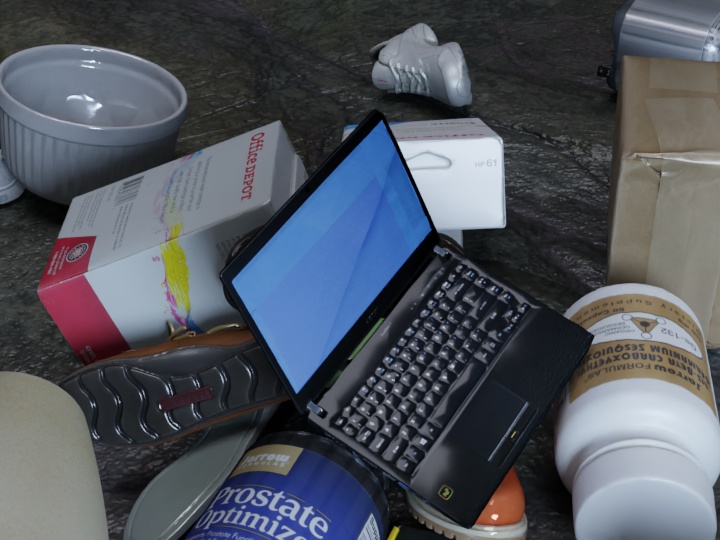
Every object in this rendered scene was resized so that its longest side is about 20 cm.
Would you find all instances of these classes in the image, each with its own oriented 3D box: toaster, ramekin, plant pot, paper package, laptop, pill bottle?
[{"bbox_3d":[0.372,-0.266,1.380,0.128,0.114,0.200,17,37,26],"label":"toaster"},{"bbox_3d":[-0.288,-0.151,1.256,0.198,0.106,0.201,11,32,-7],"label":"ramekin"},{"bbox_3d":[-0.225,0.163,0.706,0.185,0.188,0.201,-3,38,3],"label":"plant pot"},{"bbox_3d":[0.263,-0.061,1.003,0.102,0.192,0.201,5,34,10],"label":"paper package"},{"bbox_3d":[0.039,0.026,0.758,0.199,0.104,0.177,32,58,14],"label":"laptop"},{"bbox_3d":[-0.048,0.175,0.751,0.111,0.113,0.200,9,36,20],"label":"pill bottle"},{"bbox_3d":[0.191,0.108,0.823,0.113,0.115,0.201,1,33,8],"label":"pill bottle"}]

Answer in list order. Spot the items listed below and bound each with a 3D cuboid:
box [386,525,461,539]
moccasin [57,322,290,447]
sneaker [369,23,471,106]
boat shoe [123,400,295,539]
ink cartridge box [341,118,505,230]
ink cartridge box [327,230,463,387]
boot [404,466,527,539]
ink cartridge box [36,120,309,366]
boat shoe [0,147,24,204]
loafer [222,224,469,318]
[{"bbox_3d":[0.086,0.240,0.695,0.198,0.050,0.160,9,34,21],"label":"box"},{"bbox_3d":[-0.125,0.076,0.859,0.200,0.074,0.078,-20,8,9],"label":"moccasin"},{"bbox_3d":[0.067,-0.233,1.415,0.099,0.078,0.200,-19,26,-10],"label":"sneaker"},{"bbox_3d":[-0.095,0.148,0.847,0.075,0.061,0.200,-7,29,35],"label":"boat shoe"},{"bbox_3d":[0.056,-0.093,1.119,0.143,0.085,0.200,-3,11,1],"label":"ink cartridge box"},{"bbox_3d":[0.017,0.025,1.038,0.144,0.048,0.200,0,31,6],"label":"ink cartridge box"},{"bbox_3d":[0.067,0.106,0.819,0.074,0.108,0.200,3,22,-16],"label":"boot"},{"bbox_3d":[-0.127,-0.001,0.956,0.199,0.145,0.146,-19,30,12],"label":"ink cartridge box"},{"bbox_3d":[-0.407,-0.148,1.334,0.071,0.069,0.201,-3,33,2],"label":"boat shoe"},{"bbox_3d":[0.000,0.000,0.849,0.198,0.074,0.071,-5,13,-24],"label":"loafer"}]
